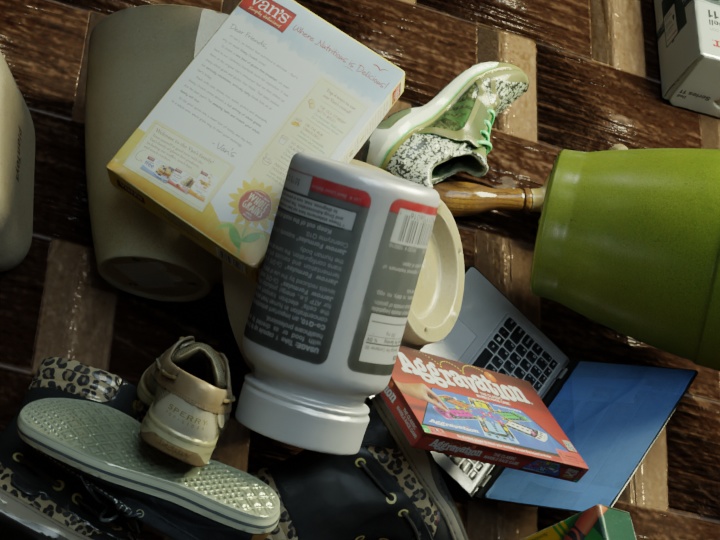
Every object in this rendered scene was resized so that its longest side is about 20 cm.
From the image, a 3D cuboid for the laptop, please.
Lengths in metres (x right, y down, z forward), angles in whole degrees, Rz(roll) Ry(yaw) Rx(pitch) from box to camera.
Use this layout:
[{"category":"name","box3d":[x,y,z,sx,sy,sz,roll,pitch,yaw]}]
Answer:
[{"category":"laptop","box3d":[0.145,0.096,1.560,0.200,0.116,0.187,44,51,-3]}]

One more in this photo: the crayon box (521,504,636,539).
[{"category":"crayon box","box3d":[0.172,0.298,1.433,0.051,0.127,0.201,21,47,-46]}]

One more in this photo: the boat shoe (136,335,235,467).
[{"category":"boat shoe","box3d":[-0.119,0.085,1.347,0.071,0.065,0.200,24,8,-11]}]

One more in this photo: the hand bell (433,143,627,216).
[{"category":"hand bell","box3d":[0.145,-0.064,1.702,0.199,0.104,0.105,-1,59,-11]}]

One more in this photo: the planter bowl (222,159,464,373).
[{"category":"planter bowl","box3d":[0.000,0.000,1.480,0.200,0.134,0.201,12,76,-59]}]

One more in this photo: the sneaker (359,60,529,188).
[{"category":"sneaker","box3d":[0.094,-0.119,1.698,0.200,0.077,0.089,-34,66,-29]}]

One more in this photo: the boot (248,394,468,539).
[{"category":"boot","box3d":[-0.001,0.202,1.440,0.150,0.201,0.073,-26,30,-5]}]

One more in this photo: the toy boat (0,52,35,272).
[{"category":"toy boat","box3d":[-0.334,-0.091,1.471,0.130,0.131,0.201,-7,59,4]}]

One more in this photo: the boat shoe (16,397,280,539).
[{"category":"boat shoe","box3d":[-0.155,0.152,1.310,0.199,0.062,0.075,24,27,1]}]

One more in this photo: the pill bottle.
[{"category":"pill bottle","box3d":[-0.021,0.024,1.344,0.113,0.114,0.201,15,95,-16]}]

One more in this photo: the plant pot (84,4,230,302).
[{"category":"plant pot","box3d":[-0.152,-0.083,1.516,0.187,0.187,0.201,16,67,-15]}]

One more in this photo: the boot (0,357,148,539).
[{"category":"boot","box3d":[-0.190,0.164,1.382,0.199,0.073,0.151,26,51,-4]}]

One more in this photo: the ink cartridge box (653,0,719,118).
[{"category":"ink cartridge box","box3d":[0.389,-0.260,1.928,0.146,0.083,0.201,12,56,-17]}]

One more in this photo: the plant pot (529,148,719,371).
[{"category":"plant pot","box3d":[0.251,-0.025,1.593,0.192,0.201,0.201,13,52,9]}]

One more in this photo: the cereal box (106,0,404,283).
[{"category":"cereal box","box3d":[-0.078,-0.110,1.419,0.144,0.040,0.200,34,73,12]}]

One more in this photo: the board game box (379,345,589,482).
[{"category":"board game box","box3d":[0.089,0.110,1.440,0.200,0.019,0.103,17,30,-44]}]
